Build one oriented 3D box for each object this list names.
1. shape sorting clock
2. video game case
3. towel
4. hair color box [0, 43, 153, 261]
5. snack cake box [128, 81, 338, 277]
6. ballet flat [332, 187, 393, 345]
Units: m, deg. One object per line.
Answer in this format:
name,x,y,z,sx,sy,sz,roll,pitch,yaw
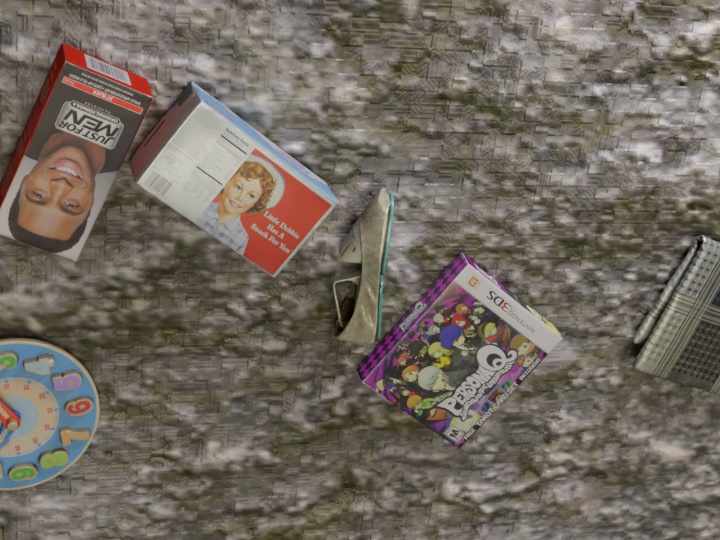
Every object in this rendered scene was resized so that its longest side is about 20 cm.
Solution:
shape sorting clock,-0.399,0.169,1.463,0.198,0.039,0.202,-7,119,-13
video game case,0.124,0.104,1.584,0.181,0.036,0.200,37,102,-27
towel,0.464,0.065,1.672,0.191,0.035,0.202,17,109,-27
hair color box,-0.303,-0.121,1.326,0.101,0.061,0.201,20,111,-25
snack cake box,-0.137,-0.096,1.384,0.199,0.067,0.115,36,101,-29
ballet flat,0.000,0.000,1.478,0.062,0.068,0.202,2,116,-6
